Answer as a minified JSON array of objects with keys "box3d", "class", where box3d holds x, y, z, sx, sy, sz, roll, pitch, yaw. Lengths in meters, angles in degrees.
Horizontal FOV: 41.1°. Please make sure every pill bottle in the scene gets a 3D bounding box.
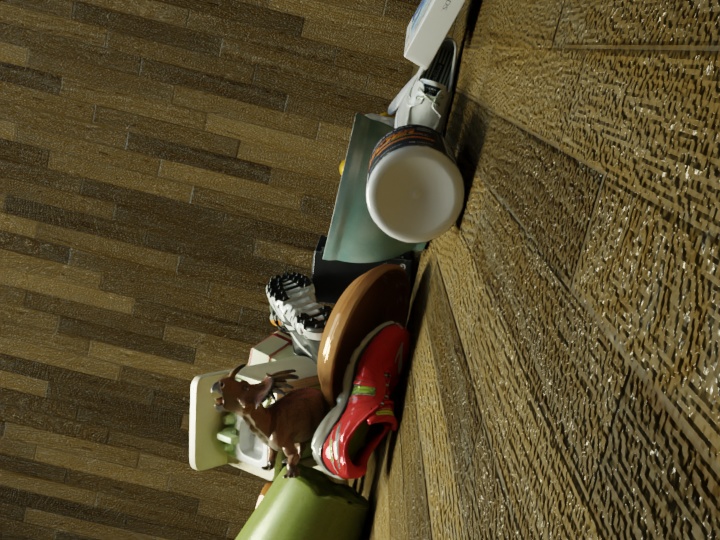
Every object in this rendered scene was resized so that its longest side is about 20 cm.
[{"box3d":[0.060,-0.106,1.089,0.200,0.105,0.107,-85,9,-73],"class":"pill bottle"}]

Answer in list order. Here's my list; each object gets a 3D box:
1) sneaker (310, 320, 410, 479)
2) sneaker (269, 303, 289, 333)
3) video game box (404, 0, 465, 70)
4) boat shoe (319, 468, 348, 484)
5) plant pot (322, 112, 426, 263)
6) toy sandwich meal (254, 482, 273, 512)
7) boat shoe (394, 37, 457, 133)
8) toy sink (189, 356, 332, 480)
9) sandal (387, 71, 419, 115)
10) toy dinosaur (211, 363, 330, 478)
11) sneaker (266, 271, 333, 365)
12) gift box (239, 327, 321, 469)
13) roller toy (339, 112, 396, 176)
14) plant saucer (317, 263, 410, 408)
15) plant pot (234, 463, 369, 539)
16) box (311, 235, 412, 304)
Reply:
[{"box3d":[0.020,0.160,1.155,0.085,0.077,0.201,13,75,51],"class":"sneaker"},{"box3d":[-0.095,0.073,1.459,0.200,0.079,0.074,-137,26,-76],"class":"sneaker"},{"box3d":[0.128,-0.407,1.386,0.201,0.047,0.183,-60,11,24],"class":"video game box"},{"box3d":[-0.044,0.376,1.442,0.069,0.073,0.201,-38,-41,-55],"class":"boat shoe"},{"box3d":[0.035,-0.098,1.289,0.200,0.133,0.202,-167,90,-88],"class":"plant pot"},{"box3d":[-0.095,0.394,1.512,0.205,0.070,0.207,-38,-45,-51],"class":"toy sandwich meal"},{"box3d":[0.098,-0.259,1.424,0.067,0.073,0.201,112,172,-66],"class":"boat shoe"},{"box3d":[-0.118,0.201,1.301,0.199,0.112,0.131,-5,-80,-46],"class":"toy sink"},{"box3d":[0.116,-0.299,1.548,0.079,0.059,0.207,-44,5,45],"class":"sandal"},{"box3d":[-0.084,0.177,1.195,0.199,0.085,0.137,-3,-92,-55],"class":"toy dinosaur"},{"box3d":[-0.077,0.071,1.294,0.200,0.066,0.091,-137,36,-57],"class":"sneaker"},{"box3d":[-0.096,0.203,1.506,0.184,0.186,0.201,-25,-44,-63],"class":"gift box"},{"box3d":[0.036,-0.149,1.503,0.182,0.139,0.201,-106,30,-85],"class":"roller toy"},{"box3d":[0.002,0.083,1.229,0.200,0.037,0.201,-47,-31,-41],"class":"plant saucer"},{"box3d":[-0.080,0.356,1.219,0.191,0.199,0.200,-64,2,-2],"class":"plant pot"},{"box3d":[0.000,0.000,1.438,0.200,0.140,0.079,-88,6,-81],"class":"box"}]
